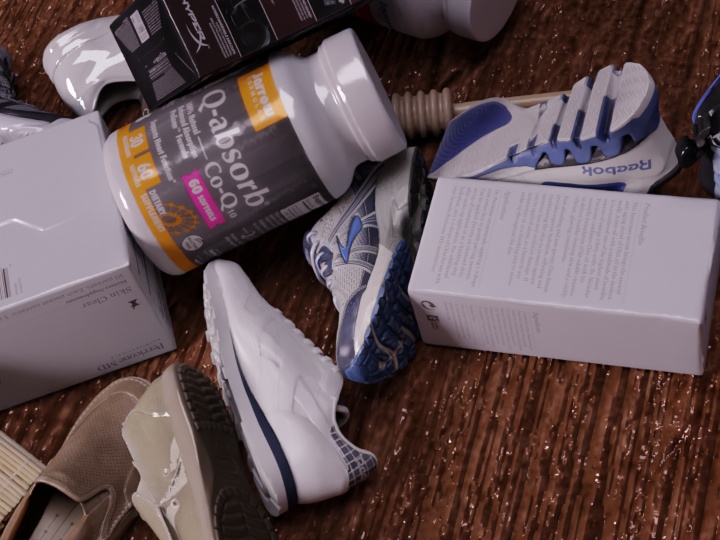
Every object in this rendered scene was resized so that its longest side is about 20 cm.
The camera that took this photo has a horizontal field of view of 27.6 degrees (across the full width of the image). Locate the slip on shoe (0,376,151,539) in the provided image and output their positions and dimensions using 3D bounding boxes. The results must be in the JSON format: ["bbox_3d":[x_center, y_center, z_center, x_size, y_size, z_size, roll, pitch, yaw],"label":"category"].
[{"bbox_3d":[-0.194,0.153,0.994,0.075,0.061,0.201,16,61,24],"label":"slip on shoe"}]

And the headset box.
[{"bbox_3d":[-0.069,-0.202,1.078,0.199,0.149,0.078,-28,97,-22],"label":"headset box"}]

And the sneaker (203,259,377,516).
[{"bbox_3d":[-0.057,0.073,1.017,0.080,0.077,0.201,-18,60,-10],"label":"sneaker"}]

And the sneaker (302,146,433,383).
[{"bbox_3d":[0.000,0.000,1.054,0.084,0.077,0.201,-6,46,20],"label":"sneaker"}]

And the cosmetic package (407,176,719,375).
[{"bbox_3d":[0.142,0.002,1.008,0.198,0.071,0.102,6,57,18],"label":"cosmetic package"}]

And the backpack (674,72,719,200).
[{"bbox_3d":[0.339,-0.089,0.975,0.190,0.154,0.201,27,71,37],"label":"backpack"}]

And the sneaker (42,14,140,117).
[{"bbox_3d":[-0.162,-0.190,1.231,0.199,0.075,0.089,-32,69,-5],"label":"sneaker"}]

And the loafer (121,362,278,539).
[{"bbox_3d":[-0.107,0.161,0.962,0.068,0.075,0.201,-32,57,22],"label":"loafer"}]

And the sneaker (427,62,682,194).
[{"bbox_3d":[0.151,-0.070,1.055,0.198,0.115,0.081,-10,45,45],"label":"sneaker"}]

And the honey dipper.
[{"bbox_3d":[0.123,-0.128,1.127,0.198,0.038,0.038,-5,54,8],"label":"honey dipper"}]

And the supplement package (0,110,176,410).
[{"bbox_3d":[-0.256,0.002,1.084,0.198,0.111,0.157,-20,53,1],"label":"supplement package"}]

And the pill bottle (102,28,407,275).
[{"bbox_3d":[-0.075,-0.087,1.053,0.199,0.117,0.117,-26,53,7],"label":"pill bottle"}]

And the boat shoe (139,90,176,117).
[{"bbox_3d":[-0.143,-0.143,1.171,0.065,0.072,0.203,5,77,32],"label":"boat shoe"}]

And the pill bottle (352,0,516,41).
[{"bbox_3d":[0.028,-0.256,1.192,0.199,0.113,0.113,24,64,28],"label":"pill bottle"}]

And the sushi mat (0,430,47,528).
[{"bbox_3d":[-0.319,0.112,0.994,0.200,0.012,0.096,40,82,-13],"label":"sushi mat"}]

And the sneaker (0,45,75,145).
[{"bbox_3d":[-0.296,-0.138,1.213,0.198,0.076,0.115,2,59,19],"label":"sneaker"}]
